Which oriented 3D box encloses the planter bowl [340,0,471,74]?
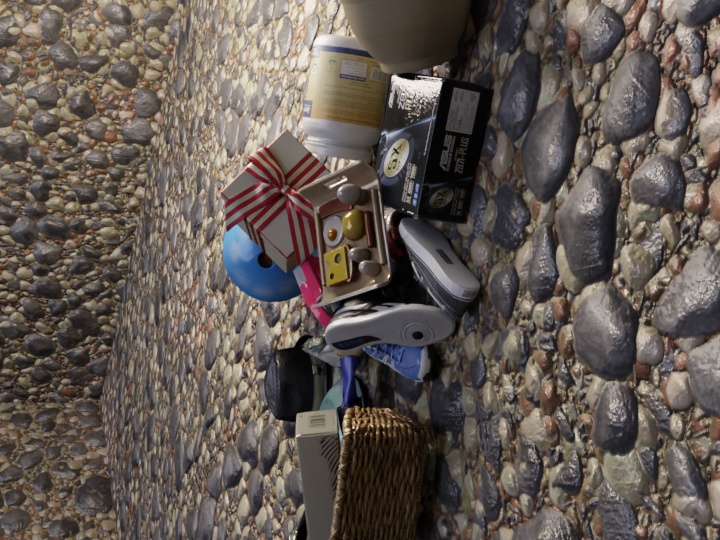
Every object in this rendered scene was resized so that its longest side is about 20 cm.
[{"bbox_3d":[0.077,-0.374,1.248,0.200,0.199,0.136,35,144,60],"label":"planter bowl"}]

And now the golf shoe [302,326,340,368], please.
[{"bbox_3d":[-0.049,0.145,1.511,0.078,0.097,0.200,-45,3,-3],"label":"golf shoe"}]

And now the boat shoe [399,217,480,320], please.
[{"bbox_3d":[0.106,-0.004,1.234,0.200,0.071,0.068,54,131,44],"label":"boat shoe"}]

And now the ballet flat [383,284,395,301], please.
[{"bbox_3d":[0.000,0.000,1.437,0.201,0.071,0.069,-112,30,-44],"label":"ballet flat"}]

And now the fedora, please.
[{"bbox_3d":[-0.135,0.225,1.647,0.200,0.091,0.202,-20,67,62],"label":"fedora"}]

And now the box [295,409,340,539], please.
[{"bbox_3d":[-0.060,0.332,1.346,0.082,0.068,0.202,-98,2,-70],"label":"box"}]

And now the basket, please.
[{"bbox_3d":[-0.004,0.305,1.232,0.142,0.148,0.202,15,100,59],"label":"basket"}]

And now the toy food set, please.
[{"bbox_3d":[-0.032,-0.052,1.289,0.143,0.060,0.202,-20,69,39],"label":"toy food set"}]

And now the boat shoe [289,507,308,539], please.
[{"bbox_3d":[-0.102,0.494,1.563,0.203,0.064,0.075,-60,35,41],"label":"boat shoe"}]

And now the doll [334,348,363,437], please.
[{"bbox_3d":[-0.014,0.229,1.358,0.136,0.048,0.202,141,126,-80],"label":"doll"}]

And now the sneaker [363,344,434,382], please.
[{"bbox_3d":[0.048,0.123,1.313,0.200,0.076,0.076,25,106,61],"label":"sneaker"}]

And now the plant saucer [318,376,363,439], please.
[{"bbox_3d":[-0.046,0.284,1.492,0.201,0.038,0.203,-172,90,-71],"label":"plant saucer"}]

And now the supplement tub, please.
[{"bbox_3d":[-0.025,-0.297,1.460,0.144,0.143,0.202,24,107,62],"label":"supplement tub"}]

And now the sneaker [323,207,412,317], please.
[{"bbox_3d":[0.017,-0.016,1.341,0.108,0.067,0.202,-5,54,51],"label":"sneaker"}]

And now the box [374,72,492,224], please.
[{"bbox_3d":[0.100,-0.186,1.251,0.164,0.085,0.202,34,116,62],"label":"box"}]

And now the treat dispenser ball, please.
[{"bbox_3d":[-0.170,-0.038,1.646,0.201,0.199,0.203,-20,68,61],"label":"treat dispenser ball"}]

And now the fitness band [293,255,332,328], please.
[{"bbox_3d":[-0.046,0.052,1.453,0.037,0.143,0.201,-42,40,14],"label":"fitness band"}]

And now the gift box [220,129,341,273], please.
[{"bbox_3d":[-0.133,-0.103,1.465,0.200,0.184,0.187,-50,-3,-12],"label":"gift box"}]

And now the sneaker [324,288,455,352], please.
[{"bbox_3d":[0.047,0.057,1.268,0.112,0.198,0.073,-75,-27,-53],"label":"sneaker"}]
